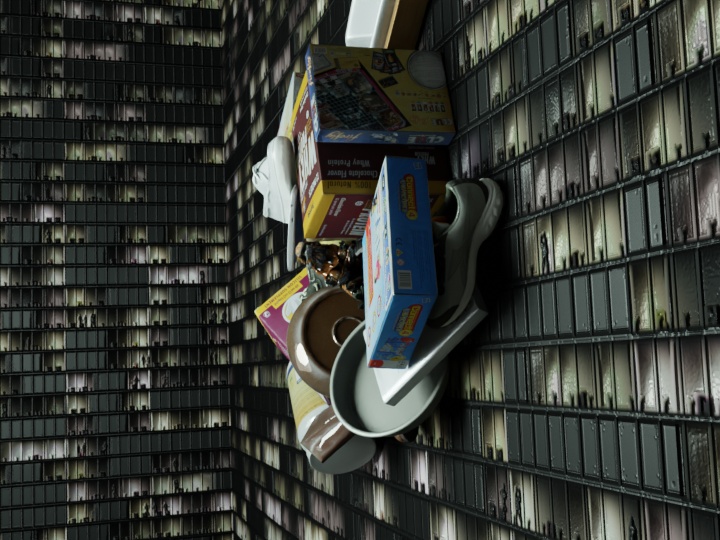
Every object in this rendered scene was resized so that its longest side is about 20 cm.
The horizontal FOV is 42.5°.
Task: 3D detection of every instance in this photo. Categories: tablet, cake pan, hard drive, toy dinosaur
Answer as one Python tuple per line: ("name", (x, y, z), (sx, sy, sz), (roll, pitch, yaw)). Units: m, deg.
("tablet", (-0.097, -0.094, 1.474), (0.201, 0.013, 0.133), (-81, -4, -68))
("cake pan", (0.046, 0.148, 1.327), (0.197, 0.037, 0.203), (-20, 51, 27))
("hard drive", (0.084, 0.071, 1.259), (0.200, 0.026, 0.133), (-49, 39, 29))
("toy dinosaur", (0.000, 0.000, 1.400), (0.135, 0.197, 0.105), (8, 96, 58))

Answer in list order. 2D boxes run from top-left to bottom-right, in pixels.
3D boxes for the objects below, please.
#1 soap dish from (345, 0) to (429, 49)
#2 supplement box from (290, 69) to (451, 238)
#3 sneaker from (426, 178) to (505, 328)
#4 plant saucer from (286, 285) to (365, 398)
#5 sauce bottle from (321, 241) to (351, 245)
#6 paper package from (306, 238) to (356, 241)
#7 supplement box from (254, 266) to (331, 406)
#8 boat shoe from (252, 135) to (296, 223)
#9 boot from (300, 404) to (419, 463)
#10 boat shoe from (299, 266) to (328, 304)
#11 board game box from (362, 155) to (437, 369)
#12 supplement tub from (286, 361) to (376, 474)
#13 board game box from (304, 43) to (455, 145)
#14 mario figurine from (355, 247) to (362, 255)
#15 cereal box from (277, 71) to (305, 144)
("soap dish", (0.040, -0.395, 1.441), (0.202, 0.080, 0.159), (107, 156, -44))
("supplement box", (0.011, -0.167, 1.349), (0.133, 0.193, 0.204), (122, 143, -61))
("sneaker", (0.111, -0.024, 1.164), (0.074, 0.078, 0.204), (45, 123, 57))
("plant saucer", (-0.017, 0.103, 1.441), (0.032, 0.196, 0.204), (99, 163, -59))
("sauce bottle", (-0.054, -0.010, 1.800), (0.066, 0.065, 0.203), (-117, 31, -56))
("paper package", (-0.038, -0.171, 1.582), (0.191, 0.101, 0.204), (129, 137, -64))
("supplement box", (-0.073, 0.112, 1.605), (0.200, 0.130, 0.104), (41, 165, 40))
("boat shoe", (-0.135, -0.140, 1.438), (0.201, 0.067, 0.073), (87, -172, -68))
("boot", (-0.007, 0.255, 1.460), (0.199, 0.064, 0.187), (-37, 25, 14))
("boat shoe", (-0.068, 0.047, 1.528), (0.071, 0.062, 0.202), (93, 162, -47))
("board game box", (0.046, -0.006, 1.199), (0.197, 0.055, 0.203), (106, 165, -58))
("supplement tub", (-0.051, 0.245, 1.657), (0.146, 0.141, 0.202), (106, 157, -43))
("board game box", (0.027, -0.244, 1.287), (0.035, 0.196, 0.138), (124, 142, -62))
("mario figurine", (0.013, 0.029, 1.602), (0.124, 0.106, 0.200), (51, 170, 3))
("cereal box", (-0.116, -0.224, 1.567), (0.202, 0.039, 0.145), (-91, 17, -50))
